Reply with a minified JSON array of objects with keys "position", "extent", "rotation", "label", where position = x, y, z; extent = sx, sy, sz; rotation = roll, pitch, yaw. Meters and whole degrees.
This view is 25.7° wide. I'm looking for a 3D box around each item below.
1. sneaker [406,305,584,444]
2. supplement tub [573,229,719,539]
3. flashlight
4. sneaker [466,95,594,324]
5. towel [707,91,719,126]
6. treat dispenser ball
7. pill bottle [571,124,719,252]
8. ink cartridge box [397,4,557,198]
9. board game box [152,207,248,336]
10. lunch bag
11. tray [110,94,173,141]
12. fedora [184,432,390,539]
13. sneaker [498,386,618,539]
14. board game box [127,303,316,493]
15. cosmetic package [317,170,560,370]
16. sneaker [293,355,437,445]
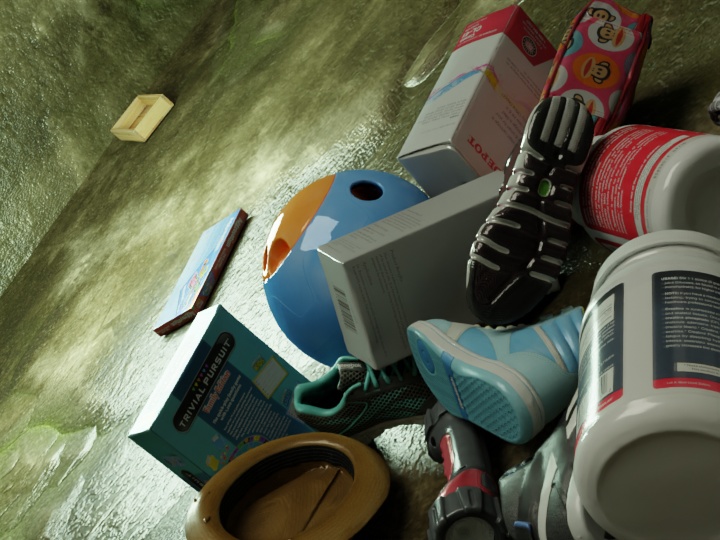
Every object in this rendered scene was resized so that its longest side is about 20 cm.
[{"position":[0.132,0.070,1.328],"extent":[0.130,0.080,0.200],"rotation":[-29,29,-18],"label":"sneaker"},{"position":[0.219,0.081,1.087],"extent":[0.140,0.140,0.201],"rotation":[-35,25,32],"label":"supplement tub"},{"position":[0.082,0.174,1.320],"extent":[0.067,0.069,0.200],"rotation":[-3,22,-3],"label":"flashlight"},{"position":[0.141,-0.043,1.347],"extent":[0.116,0.075,0.202],"rotation":[124,170,-81],"label":"sneaker"},{"position":[0.383,-0.162,1.250],"extent":[0.166,0.085,0.200],"rotation":[-52,21,-3],"label":"towel"},{"position":[0.000,0.000,1.580],"extent":[0.201,0.201,0.202],"rotation":[-41,22,21],"label":"treat dispenser ball"},{"position":[0.248,-0.062,1.312],"extent":[0.113,0.112,0.200],"rotation":[-51,21,-6],"label":"pill bottle"},{"position":[0.142,-0.146,1.611],"extent":[0.085,0.148,0.201],"rotation":[-11,41,48],"label":"ink cartridge box"},{"position":[-0.232,0.002,2.301],"extent":[0.103,0.019,0.201],"rotation":[-30,29,45],"label":"board game box"},{"position":[0.210,-0.142,1.512],"extent":[0.177,0.081,0.201],"rotation":[99,-164,-57],"label":"lunch bag"},{"position":[-0.454,-0.316,3.268],"extent":[0.099,0.037,0.200],"rotation":[-54,20,-9],"label":"tray"},{"position":[-0.059,0.230,1.432],"extent":[0.198,0.083,0.201],"rotation":[-10,29,6],"label":"fedora"},{"position":[0.160,0.132,1.213],"extent":[0.111,0.073,0.201],"rotation":[-25,33,45],"label":"sneaker"},{"position":[-0.109,0.156,1.536],"extent":[0.047,0.200,0.152],"rotation":[-21,34,51],"label":"board game box"},{"position":[0.073,-0.003,1.454],"extent":[0.198,0.114,0.081],"rotation":[-22,18,-16],"label":"cosmetic package"},{"position":[0.019,0.108,1.483],"extent":[0.199,0.091,0.078],"rotation":[-31,50,25],"label":"sneaker"}]
